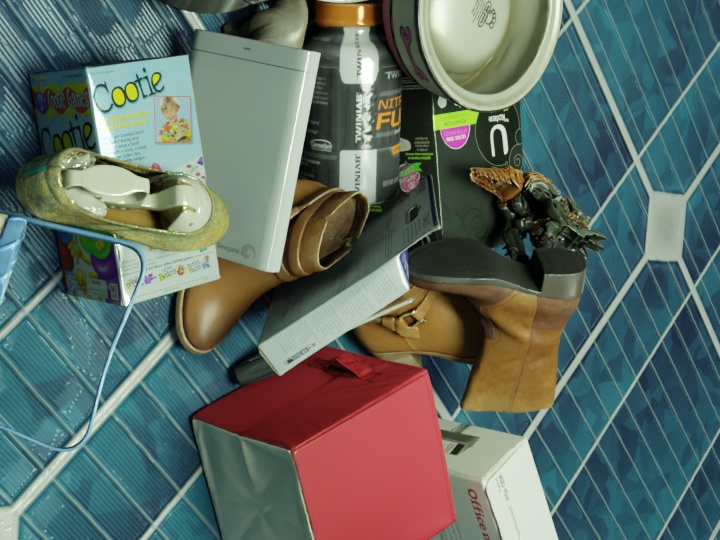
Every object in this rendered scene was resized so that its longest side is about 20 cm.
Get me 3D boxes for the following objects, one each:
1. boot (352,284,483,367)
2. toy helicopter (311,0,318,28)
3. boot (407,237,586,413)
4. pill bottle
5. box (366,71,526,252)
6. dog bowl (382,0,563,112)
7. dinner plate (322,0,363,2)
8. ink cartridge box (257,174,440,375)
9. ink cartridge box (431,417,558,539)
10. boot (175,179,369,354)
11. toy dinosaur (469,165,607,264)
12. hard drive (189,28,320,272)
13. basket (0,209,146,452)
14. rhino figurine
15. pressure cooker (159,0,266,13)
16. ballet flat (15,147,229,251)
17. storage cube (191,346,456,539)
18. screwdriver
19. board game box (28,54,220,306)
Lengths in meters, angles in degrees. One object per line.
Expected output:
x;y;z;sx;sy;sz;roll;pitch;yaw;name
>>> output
0.080;0.035;1.249;0.155;0.200;0.074;55;20;-41;boot
-0.023;-0.319;1.214;0.132;0.079;0.200;-49;115;-17;toy helicopter
0.126;0.062;1.212;0.188;0.069;0.200;-1;129;-12;boot
-0.011;-0.173;1.184;0.106;0.106;0.200;-15;114;-41;pill bottle
0.089;-0.122;1.289;0.148;0.124;0.200;-15;105;-42;box
0.106;-0.258;1.143;0.200;0.074;0.200;-12;109;-39;dog bowl
-0.033;-0.350;1.142;0.200;0.024;0.200;8;64;-16;dinner plate
0.000;0.000;1.118;0.200;0.200;0.041;-34;103;12;ink cartridge box
0.103;0.246;1.292;0.083;0.200;0.147;-37;119;-35;ink cartridge box
-0.086;-0.004;1.116;0.074;0.155;0.200;39;69;-39;boot
0.181;-0.057;1.246;0.200;0.102;0.136;8;47;-27;toy dinosaur
-0.114;-0.111;1.073;0.027;0.132;0.200;-5;109;-59;hard drive
-0.287;0.033;0.925;0.200;0.139;0.176;20;80;-10;basket
-0.089;-0.223;1.134;0.060;0.087;0.200;31;66;-44;rhino figurine
-0.122;-0.316;0.987;0.176;0.200;0.179;25;83;-12;pressure cooker
-0.175;-0.057;0.941;0.200;0.071;0.071;10;88;-41;ballet flat
-0.036;0.198;1.176;0.180;0.171;0.200;-27;113;-37;storage cube
-0.036;0.069;1.188;0.200;0.029;0.028;-24;92;1;screwdriver
-0.207;-0.082;1.029;0.105;0.103;0.200;-17;106;-40;board game box
